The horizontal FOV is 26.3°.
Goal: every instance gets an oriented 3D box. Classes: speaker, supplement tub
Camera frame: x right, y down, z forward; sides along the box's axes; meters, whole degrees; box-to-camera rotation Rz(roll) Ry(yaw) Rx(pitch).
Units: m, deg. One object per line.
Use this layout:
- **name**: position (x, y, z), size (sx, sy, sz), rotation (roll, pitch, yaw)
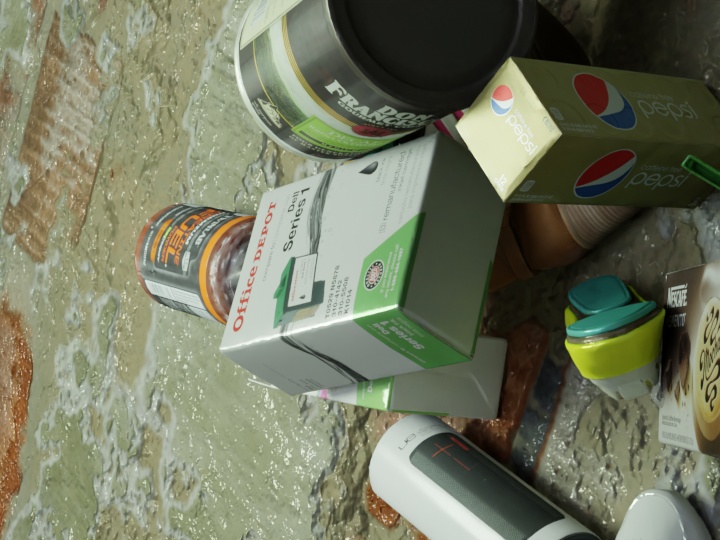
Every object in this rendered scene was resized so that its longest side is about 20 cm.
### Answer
- **speaker**: position (0.091, 0.184, 1.157), size (0.200, 0.081, 0.082), rotation (34, 112, 50)
- **supplement tub**: position (-0.122, -0.003, 1.444), size (0.199, 0.106, 0.108), rotation (12, 95, 52)

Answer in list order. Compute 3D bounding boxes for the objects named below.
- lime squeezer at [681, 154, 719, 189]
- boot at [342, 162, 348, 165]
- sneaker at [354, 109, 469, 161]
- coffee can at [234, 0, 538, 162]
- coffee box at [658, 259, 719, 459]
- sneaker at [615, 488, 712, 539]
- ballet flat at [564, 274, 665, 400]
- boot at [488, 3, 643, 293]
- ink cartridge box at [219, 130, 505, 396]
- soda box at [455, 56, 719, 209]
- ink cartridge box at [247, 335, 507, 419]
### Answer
- **lime squeezer**: position (0.288, -0.014, 0.939), size (0.200, 0.071, 0.038), rotation (39, 93, 15)
- **boot**: position (-0.007, -0.089, 1.330), size (0.175, 0.066, 0.201), rotation (45, 119, 45)
- **sneaker**: position (0.043, -0.133, 1.204), size (0.084, 0.120, 0.201), rotation (-121, 44, -72)
- **coffee can**: position (0.011, -0.162, 1.048), size (0.200, 0.145, 0.147), rotation (164, 108, -68)
- **coffee box**: position (0.234, 0.053, 0.902), size (0.200, 0.079, 0.114), rotation (99, 174, -88)
- **sneaker**: position (0.172, 0.229, 1.000), size (0.078, 0.099, 0.201), rotation (-8, 58, 45)
- **ballet flat**: position (0.170, 0.049, 1.016), size (0.200, 0.066, 0.067), rotation (-57, -51, -81)
- **boot**: position (0.107, -0.092, 1.144), size (0.154, 0.073, 0.201), rotation (-33, 76, 39)
- **ink cartridge box**: position (0.000, 0.000, 1.128), size (0.199, 0.084, 0.147), rotation (-16, 51, 45)
- **soda box**: position (0.161, -0.086, 0.997), size (0.064, 0.199, 0.068), rotation (-52, 55, 35)
- **ink cartridge box**: position (0.008, 0.073, 1.248), size (0.199, 0.117, 0.068), rotation (5, 87, 52)
